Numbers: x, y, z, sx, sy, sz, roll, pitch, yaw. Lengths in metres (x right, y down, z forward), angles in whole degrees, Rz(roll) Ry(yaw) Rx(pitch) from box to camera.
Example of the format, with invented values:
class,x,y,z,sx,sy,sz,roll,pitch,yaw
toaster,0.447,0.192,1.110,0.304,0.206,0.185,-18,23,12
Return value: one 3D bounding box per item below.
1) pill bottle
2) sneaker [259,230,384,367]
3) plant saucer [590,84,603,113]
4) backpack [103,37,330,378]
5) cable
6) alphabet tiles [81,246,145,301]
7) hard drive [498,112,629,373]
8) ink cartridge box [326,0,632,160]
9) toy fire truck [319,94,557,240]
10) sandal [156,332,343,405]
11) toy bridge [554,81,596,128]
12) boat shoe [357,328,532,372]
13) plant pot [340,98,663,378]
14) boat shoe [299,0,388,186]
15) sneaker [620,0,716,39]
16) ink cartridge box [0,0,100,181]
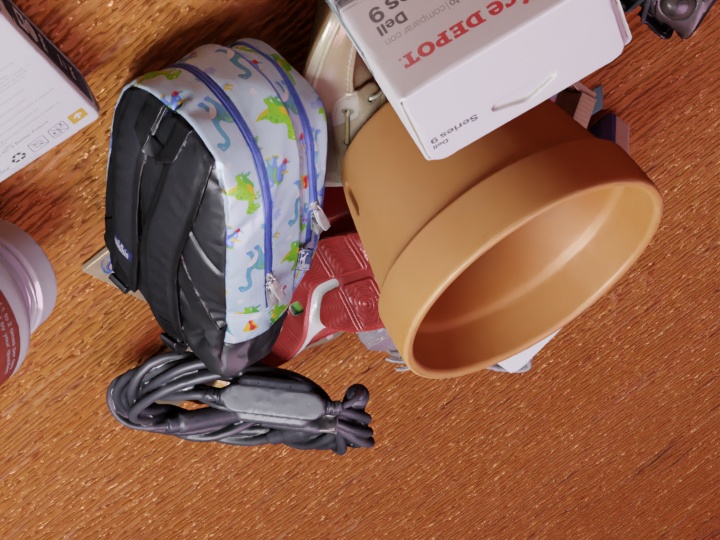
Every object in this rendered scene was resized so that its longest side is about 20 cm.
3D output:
class,x,y,z,sx,sy,sz,roll,pitch,yaw
pill bottle,-0.281,0.047,1.621,0.200,0.112,0.112,-45,171,-49
sneaker,0.000,0.000,1.858,0.200,0.078,0.116,-20,-170,40
plant saucer,0.101,-0.080,1.878,0.200,0.019,0.070,-30,177,-37
backpack,-0.097,-0.057,1.672,0.154,0.163,0.200,-33,147,-14
cable,-0.088,0.100,1.905,0.200,0.051,0.163,4,167,5
alphabet tiles,-0.084,-0.039,1.854,0.200,0.008,0.167,-38,152,12
hard drive,0.154,-0.024,1.944,0.025,0.200,0.132,35,119,-15
ink cartridge box,0.049,-0.188,1.526,0.146,0.200,0.084,-31,152,0
toy fire truck,0.054,-0.101,1.832,0.200,0.049,0.141,-17,148,-30
sandal,-0.089,0.073,1.983,0.200,0.054,0.080,-22,151,-17
toy bridge,0.085,-0.156,1.749,0.200,0.027,0.067,24,84,-35
boat shoe,0.072,0.052,2.082,0.074,0.065,0.202,-28,162,32
plant pot,0.079,-0.043,1.689,0.200,0.140,0.200,-28,155,-14
boat shoe,-0.007,-0.122,1.696,0.065,0.072,0.200,12,145,0
sneaker,0.169,-0.211,1.708,0.199,0.114,0.076,-6,142,-36
ink cartridge box,-0.279,-0.091,1.530,0.198,0.043,0.200,-32,155,4
